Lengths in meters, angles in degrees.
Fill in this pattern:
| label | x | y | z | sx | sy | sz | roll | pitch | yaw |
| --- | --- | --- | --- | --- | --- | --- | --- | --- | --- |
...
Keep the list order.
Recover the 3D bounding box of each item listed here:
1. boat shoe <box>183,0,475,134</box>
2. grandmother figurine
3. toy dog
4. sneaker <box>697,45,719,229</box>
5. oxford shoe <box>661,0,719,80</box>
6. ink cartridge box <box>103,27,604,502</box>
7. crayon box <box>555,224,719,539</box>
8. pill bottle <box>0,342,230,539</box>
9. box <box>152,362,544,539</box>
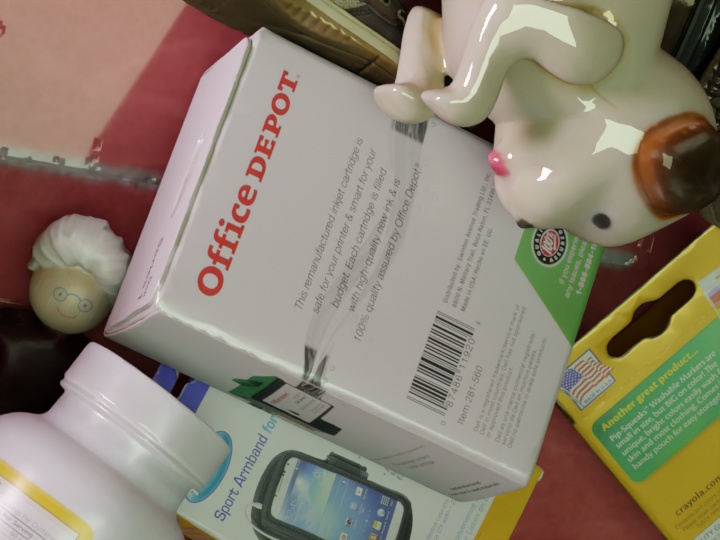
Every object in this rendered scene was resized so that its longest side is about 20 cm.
| label | x | y | z | sx | sy | sz | roll | pitch | yaw |
| --- | --- | --- | --- | --- | --- | --- | --- | --- | --- |
| boat shoe | -0.016 | -0.128 | 1.290 | 0.200 | 0.072 | 0.066 | 31 | 68 | -29 |
| grandmother figurine | -0.159 | 0.067 | 1.323 | 0.121 | 0.061 | 0.201 | 18 | 104 | -25 |
| toy dog | 0.093 | -0.109 | 1.249 | 0.193 | 0.139 | 0.201 | -16 | 96 | -31 |
| sneaker | 0.213 | -0.105 | 1.344 | 0.200 | 0.070 | 0.076 | -49 | 153 | -20 |
| oxford shoe | 0.145 | -0.158 | 1.328 | 0.084 | 0.073 | 0.201 | 18 | 108 | 11 |
| ink cartridge box | 0.000 | 0.000 | 1.297 | 0.199 | 0.084 | 0.147 | 26 | 70 | -17 |
| crayon box | 0.186 | 0.076 | 1.402 | 0.126 | 0.052 | 0.200 | -40 | 110 | 1 |
| pill bottle | -0.148 | 0.136 | 1.238 | 0.112 | 0.112 | 0.200 | 40 | 81 | -19 |
| box | -0.020 | 0.097 | 1.349 | 0.200 | 0.041 | 0.119 | 34 | 73 | -17 |
